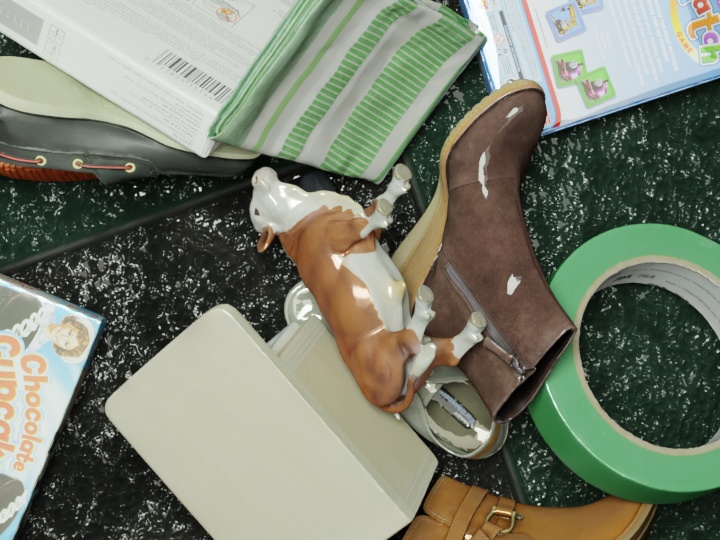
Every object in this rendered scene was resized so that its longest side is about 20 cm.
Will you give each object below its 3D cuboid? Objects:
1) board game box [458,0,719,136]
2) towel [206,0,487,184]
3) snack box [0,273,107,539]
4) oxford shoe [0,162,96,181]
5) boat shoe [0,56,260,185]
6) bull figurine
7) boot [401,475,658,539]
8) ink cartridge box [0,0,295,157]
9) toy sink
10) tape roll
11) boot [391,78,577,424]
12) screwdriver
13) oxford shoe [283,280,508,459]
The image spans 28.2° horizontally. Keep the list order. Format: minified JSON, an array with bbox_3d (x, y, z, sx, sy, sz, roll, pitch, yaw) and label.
[{"bbox_3d":[0.182,-0.195,1.080,0.199,0.037,0.152,-18,91,1],"label":"board game box"},{"bbox_3d":[-0.002,-0.133,0.995,0.023,0.200,0.153,46,108,27],"label":"towel"},{"bbox_3d":[-0.282,0.107,1.078,0.116,0.037,0.201,22,91,-2],"label":"snack box"},{"bbox_3d":[-0.187,-0.110,1.064,0.199,0.071,0.073,-10,88,-11],"label":"oxford shoe"},{"bbox_3d":[-0.168,-0.096,1.002,0.200,0.074,0.063,9,127,-20],"label":"boat shoe"},{"bbox_3d":[0.000,0.000,1.007,0.121,0.065,0.201,-34,84,42],"label":"bull figurine"},{"bbox_3d":[0.127,0.189,1.058,0.154,0.074,0.200,24,46,24],"label":"boot"},{"bbox_3d":[-0.147,-0.184,1.028,0.199,0.176,0.045,32,129,5],"label":"ink cartridge box"},{"bbox_3d":[-0.061,0.117,1.030,0.130,0.112,0.200,-40,95,22],"label":"toy sink"},{"bbox_3d":[0.216,0.067,1.043,0.199,0.048,0.202,4,70,-11],"label":"tape roll"},{"bbox_3d":[0.109,-0.014,1.012,0.167,0.072,0.201,52,123,38],"label":"boot"},{"bbox_3d":[-0.008,0.017,1.058,0.029,0.028,0.201,-4,68,-29],"label":"screwdriver"},{"bbox_3d":[0.029,0.072,1.074,0.200,0.058,0.075,38,94,1],"label":"oxford shoe"}]
